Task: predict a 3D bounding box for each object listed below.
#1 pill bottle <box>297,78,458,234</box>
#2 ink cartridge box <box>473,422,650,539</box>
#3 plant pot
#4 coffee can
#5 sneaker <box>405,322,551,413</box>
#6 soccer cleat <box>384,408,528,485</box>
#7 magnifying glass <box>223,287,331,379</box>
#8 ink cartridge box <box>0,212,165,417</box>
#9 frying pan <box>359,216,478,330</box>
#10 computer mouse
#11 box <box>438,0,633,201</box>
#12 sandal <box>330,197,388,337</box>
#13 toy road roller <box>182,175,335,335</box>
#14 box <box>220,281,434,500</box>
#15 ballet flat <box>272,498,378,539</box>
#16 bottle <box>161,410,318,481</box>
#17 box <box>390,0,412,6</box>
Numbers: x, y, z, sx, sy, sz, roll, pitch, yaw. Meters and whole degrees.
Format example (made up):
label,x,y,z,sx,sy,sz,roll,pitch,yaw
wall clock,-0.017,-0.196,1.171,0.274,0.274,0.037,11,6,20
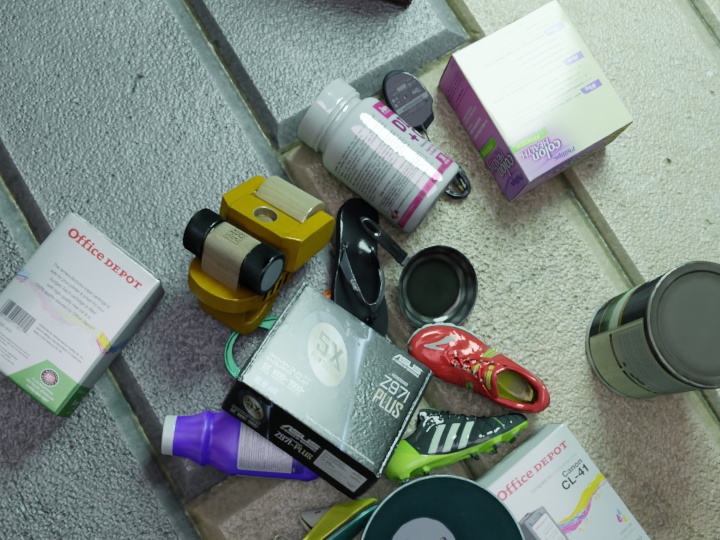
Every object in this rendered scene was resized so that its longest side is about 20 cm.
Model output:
label,x,y,z,sx,sy,sz,roll,pitch,yaw
pill bottle,0.021,-0.152,1.151,0.199,0.113,0.114,39,77,3
ink cartridge box,0.250,0.315,1.096,0.147,0.086,0.201,-36,86,-12
plant pot,0.086,0.347,1.044,0.197,0.135,0.204,1,78,-7
coffee can,0.386,0.082,1.101,0.144,0.200,0.149,1,78,-7
sneaker,0.155,0.124,1.118,0.197,0.085,0.078,22,88,-2
soccer cleat,0.117,0.206,1.116,0.197,0.068,0.082,-17,68,-9
magnifying glass,-0.089,0.073,1.141,0.199,0.022,0.080,-35,84,-10
ink cartridge box,-0.357,0.055,1.079,0.144,0.084,0.201,36,77,2
frying pan,0.066,0.013,1.144,0.187,0.031,0.117,18,90,-16
computer mouse,0.091,-0.186,1.213,0.058,0.034,0.202,-28,90,-3
box,0.236,-0.231,1.202,0.174,0.097,0.202,-30,82,-12
sandal,-0.001,0.000,1.136,0.075,0.043,0.203,2,72,-26
toy road roller,-0.135,-0.015,1.111,0.122,0.147,0.200,30,40,16
box,-0.037,0.143,1.050,0.199,0.086,0.164,35,51,0
ballet flat,-0.067,0.334,1.070,0.200,0.067,0.067,-43,65,-11
bottle,-0.143,0.211,1.081,0.196,0.065,0.085,5,72,-5
box,0.008,-0.496,1.195,0.197,0.164,0.168,16,77,-3
